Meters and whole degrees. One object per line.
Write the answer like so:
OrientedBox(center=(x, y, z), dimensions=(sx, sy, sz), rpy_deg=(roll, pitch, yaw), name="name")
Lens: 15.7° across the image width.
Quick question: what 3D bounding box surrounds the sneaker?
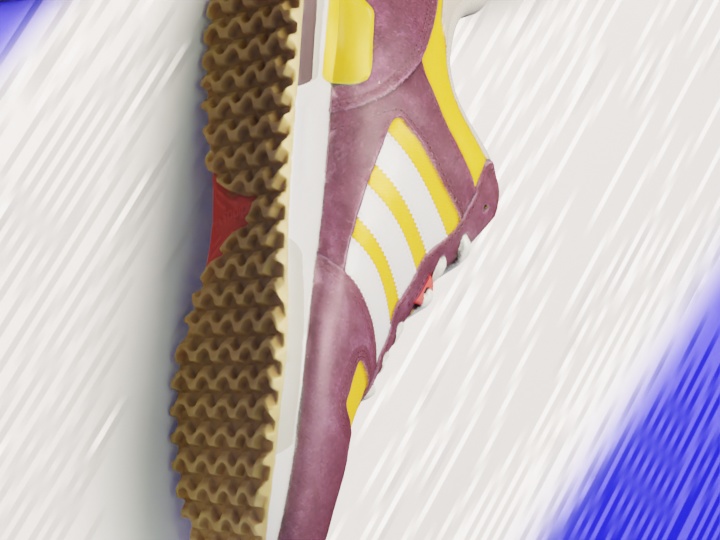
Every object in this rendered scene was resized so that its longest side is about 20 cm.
OrientedBox(center=(0.000, 0.000, 0.780), dimensions=(0.090, 0.075, 0.201), rpy_deg=(7, 85, -29), name="sneaker")
